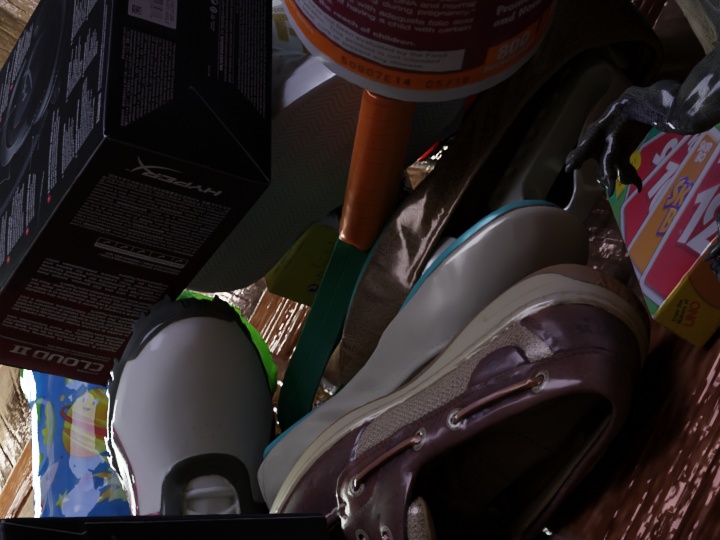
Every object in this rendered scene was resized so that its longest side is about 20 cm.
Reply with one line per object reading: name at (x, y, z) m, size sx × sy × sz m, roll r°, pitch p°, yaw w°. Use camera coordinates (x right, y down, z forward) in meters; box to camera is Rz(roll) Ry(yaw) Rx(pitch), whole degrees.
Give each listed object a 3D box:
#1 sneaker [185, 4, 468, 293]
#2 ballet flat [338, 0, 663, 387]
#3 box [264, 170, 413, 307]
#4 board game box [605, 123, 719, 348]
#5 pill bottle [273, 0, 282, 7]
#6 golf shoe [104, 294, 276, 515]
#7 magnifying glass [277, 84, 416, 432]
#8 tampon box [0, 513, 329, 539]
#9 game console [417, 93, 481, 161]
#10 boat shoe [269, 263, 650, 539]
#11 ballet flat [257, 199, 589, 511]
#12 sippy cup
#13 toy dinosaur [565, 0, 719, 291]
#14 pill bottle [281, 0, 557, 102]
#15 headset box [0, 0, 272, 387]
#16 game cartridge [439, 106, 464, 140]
sneaker at (-0.028, -0.085, 0.791) m, size 0.199 × 0.073 × 0.117 m, roll -35°, pitch 46°, yaw 42°
ballet flat at (0.061, -0.024, 0.724) m, size 0.201 × 0.068 × 0.072 m, roll -57°, pitch 36°, yaw 0°
box at (-0.022, -0.062, 0.907) m, size 0.050 × 0.075 × 0.201 m, roll -52°, pitch 35°, yaw 29°
board game box at (0.154, -0.077, 0.579) m, size 0.201 × 0.030 × 0.096 m, roll -52°, pitch 19°, yaw 21°
pill bottle at (-0.022, -0.194, 0.929) m, size 0.111 × 0.111 × 0.200 m, roll -49°, pitch -4°, yaw 34°
golf shoe at (-0.063, 0.112, 0.762) m, size 0.088 × 0.076 × 0.202 m, roll -145°, pitch 53°, yaw -63°
magnifying glass at (0.000, 0.000, 0.760) m, size 0.080 × 0.022 × 0.201 m, roll -43°, pitch -28°, yaw -41°
tampon box at (-0.100, 0.188, 0.641) m, size 0.200 × 0.125 × 0.151 m, roll -39°, pitch 54°, yaw 50°
game console at (0.073, -0.165, 0.965) m, size 0.177 × 0.031 × 0.201 m, roll -47°, pitch 22°, yaw 30°
boat shoe at (0.026, 0.084, 0.622) m, size 0.200 × 0.072 × 0.072 m, roll -44°, pitch 22°, yaw 30°
ballet flat at (0.028, 0.056, 0.689) m, size 0.200 × 0.069 × 0.070 m, roll -50°, pitch 20°, yaw 39°
sippy cup at (-0.112, 0.100, 0.918) m, size 0.179 × 0.138 × 0.131 m, roll 80°, pitch -173°, yaw -49°
toy dinosaur at (0.113, -0.046, 0.531) m, size 0.200 × 0.047 × 0.089 m, roll 52°, pitch 125°, yaw 35°
pill bottle at (0.030, -0.157, 0.619) m, size 0.200 × 0.113 × 0.115 m, roll 99°, pitch -169°, yaw -64°
headset box at (-0.113, -0.054, 0.788) m, size 0.200 × 0.076 × 0.150 m, roll -48°, pitch 35°, yaw 47°
game cartridge at (0.037, -0.169, 0.819) m, size 0.134 × 0.041 × 0.202 m, roll -98°, pitch 11°, yaw -59°
